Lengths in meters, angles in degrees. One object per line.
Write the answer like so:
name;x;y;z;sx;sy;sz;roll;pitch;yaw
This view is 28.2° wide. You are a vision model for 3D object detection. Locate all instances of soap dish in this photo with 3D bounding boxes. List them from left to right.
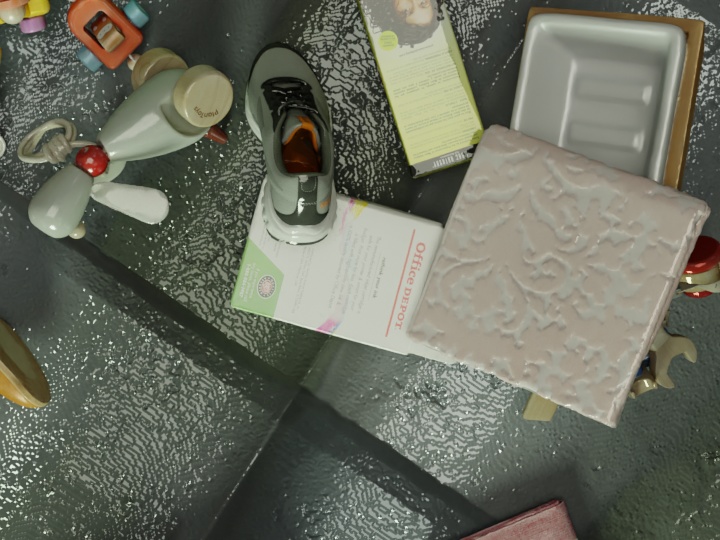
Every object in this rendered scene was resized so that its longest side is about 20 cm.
soap dish;0.201;-0.111;1.190;0.156;0.081;0.202;11;95;32

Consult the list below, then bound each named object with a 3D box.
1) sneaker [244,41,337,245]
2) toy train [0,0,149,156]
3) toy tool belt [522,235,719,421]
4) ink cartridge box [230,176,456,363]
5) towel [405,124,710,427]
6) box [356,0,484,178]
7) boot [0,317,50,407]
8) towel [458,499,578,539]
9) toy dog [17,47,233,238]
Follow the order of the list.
sneaker;-0.052;-0.119;1.182;0.073;0.080;0.201;-3;52;-12
toy train;-0.281;-0.180;1.204;0.199;0.056;0.150;-38;116;5
toy tool belt;0.221;0.055;1.221;0.198;0.125;0.124;-18;121;2
ink cartridge box;0.000;0.000;1.229;0.198;0.067;0.118;16;92;0
towel;0.153;0.002;1.138;0.199;0.032;0.193;23;94;28
box;0.048;-0.185;1.228;0.075;0.050;0.202;-19;94;1
boot;-0.379;0.085;1.241;0.201;0.071;0.144;45;98;1
towel;0.149;0.321;1.271;0.143;0.023;0.202;-22;95;-1
toy dog;-0.185;-0.098;1.214;0.199;0.132;0.096;-33;131;6
